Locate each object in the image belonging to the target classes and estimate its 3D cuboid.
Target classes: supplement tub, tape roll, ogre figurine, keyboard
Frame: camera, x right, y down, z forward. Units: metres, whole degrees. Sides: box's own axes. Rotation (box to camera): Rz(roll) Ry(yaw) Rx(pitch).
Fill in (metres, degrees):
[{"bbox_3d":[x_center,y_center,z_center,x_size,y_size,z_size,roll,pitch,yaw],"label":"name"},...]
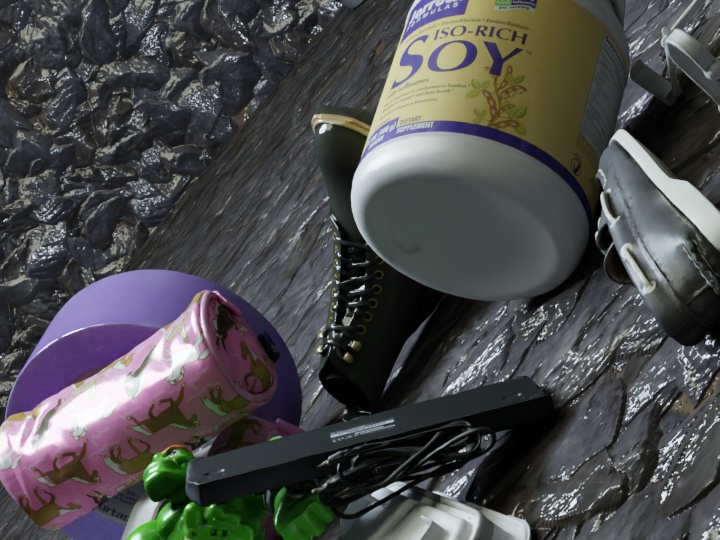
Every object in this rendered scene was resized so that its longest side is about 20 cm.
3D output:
[{"bbox_3d":[0.085,-0.099,1.159,0.145,0.145,0.200,-36,30,52],"label":"supplement tub"},{"bbox_3d":[-0.146,0.106,1.348,0.200,0.200,0.085,-45,13,25],"label":"tape roll"},{"bbox_3d":[-0.095,0.163,1.094,0.200,0.098,0.120,-56,7,22],"label":"ogre figurine"},{"bbox_3d":[0.006,0.103,1.002,0.199,0.040,0.104,-15,6,-1],"label":"keyboard"}]

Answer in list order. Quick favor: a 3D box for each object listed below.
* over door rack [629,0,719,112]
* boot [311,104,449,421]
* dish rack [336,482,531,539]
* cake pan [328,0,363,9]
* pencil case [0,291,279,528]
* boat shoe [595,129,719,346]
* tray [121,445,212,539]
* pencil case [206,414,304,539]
[{"bbox_3d":[0.233,-0.161,1.093,0.148,0.067,0.200,-50,-2,2],"label":"over door rack"},{"bbox_3d":[0.000,0.000,1.241,0.077,0.200,0.139,11,60,34],"label":"boot"},{"bbox_3d":[-0.002,0.180,0.968,0.172,0.044,0.200,-54,11,-9],"label":"dish rack"},{"bbox_3d":[0.028,-0.476,2.869,0.200,0.037,0.200,-48,12,14],"label":"cake pan"},{"bbox_3d":[-0.150,0.093,1.239,0.200,0.083,0.087,-33,5,22],"label":"pencil case"},{"bbox_3d":[0.147,-0.016,0.940,0.060,0.074,0.200,-45,21,6],"label":"boat shoe"},{"bbox_3d":[-0.156,0.216,1.282,0.107,0.022,0.200,-47,-20,-68],"label":"tray"},{"bbox_3d":[-0.097,0.185,1.217,0.086,0.083,0.200,-6,40,39],"label":"pencil case"}]
